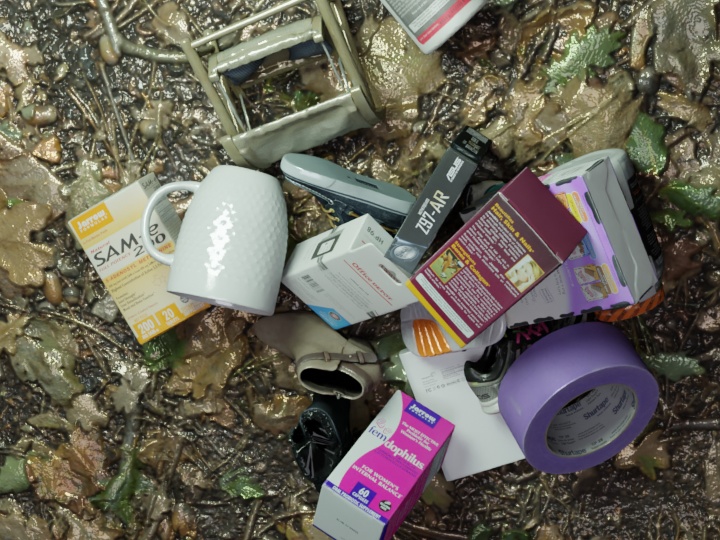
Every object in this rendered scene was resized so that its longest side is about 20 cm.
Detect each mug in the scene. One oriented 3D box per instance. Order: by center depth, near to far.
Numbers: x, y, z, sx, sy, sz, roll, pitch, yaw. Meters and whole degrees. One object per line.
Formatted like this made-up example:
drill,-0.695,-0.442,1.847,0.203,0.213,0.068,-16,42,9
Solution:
mug,-0.192,-0.048,1.580,0.197,0.148,0.178,13,84,-7

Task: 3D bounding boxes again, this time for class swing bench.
swing bench,-0.096,-0.246,1.549,0.196,0.130,0.202,-20,103,13

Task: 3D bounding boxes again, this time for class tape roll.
tape roll,0.287,0.170,1.579,0.197,0.085,0.202,-14,134,-15

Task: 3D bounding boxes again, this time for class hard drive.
hard drive,0.150,0.187,1.689,0.130,0.027,0.202,-18,102,13

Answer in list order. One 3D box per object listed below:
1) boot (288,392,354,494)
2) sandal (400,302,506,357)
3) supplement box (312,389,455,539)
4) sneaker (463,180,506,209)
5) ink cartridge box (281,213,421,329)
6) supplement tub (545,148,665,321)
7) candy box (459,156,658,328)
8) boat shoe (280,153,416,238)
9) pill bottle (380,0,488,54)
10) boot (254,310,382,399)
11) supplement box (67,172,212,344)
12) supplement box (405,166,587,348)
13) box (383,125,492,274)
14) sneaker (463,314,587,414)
boot,-0.052,0.260,1.666,0.075,0.168,0.203,2,107,9
sandal,0.134,0.076,1.610,0.205,0.059,0.081,-2,89,51
supplement box,0.034,0.277,1.623,0.100,0.200,0.104,29,136,15
sneaker,0.185,-0.020,1.602,0.078,0.078,0.203,-5,107,-2
ink cartridge box,0.000,0.000,1.573,0.116,0.067,0.199,43,143,-22
supplement tub,0.319,-0.045,1.546,0.121,0.123,0.202,-20,102,14
candy box,0.243,-0.031,1.481,0.199,0.071,0.170,-14,104,46
boat shoe,-0.026,-0.084,1.589,0.198,0.071,0.092,18,112,-22
pill bottle,0.061,-0.381,1.495,0.110,0.111,0.200,-39,97,17
boot,-0.065,0.118,1.639,0.197,0.146,0.071,10,109,6
supplement box,-0.300,-0.017,1.675,0.125,0.074,0.202,-28,100,14
supplement box,0.161,-0.014,1.434,0.111,0.086,0.200,47,131,2
box,0.103,-0.094,1.524,0.043,0.200,0.161,31,109,2
sneaker,0.218,0.102,1.614,0.200,0.074,0.087,-43,108,8
